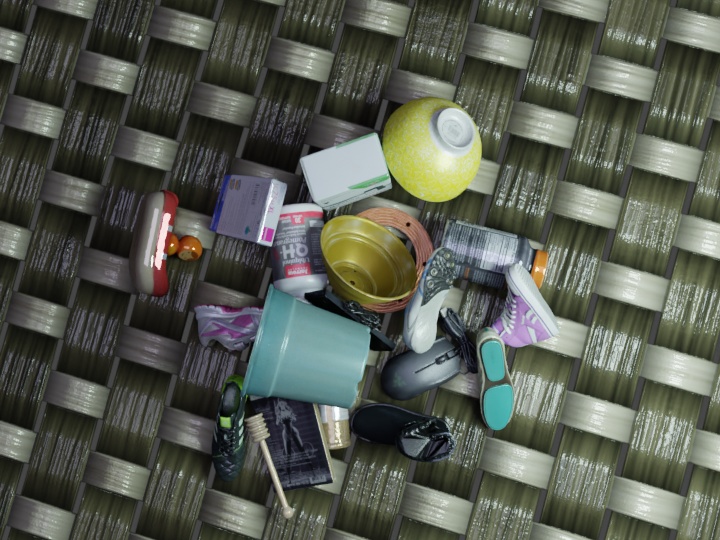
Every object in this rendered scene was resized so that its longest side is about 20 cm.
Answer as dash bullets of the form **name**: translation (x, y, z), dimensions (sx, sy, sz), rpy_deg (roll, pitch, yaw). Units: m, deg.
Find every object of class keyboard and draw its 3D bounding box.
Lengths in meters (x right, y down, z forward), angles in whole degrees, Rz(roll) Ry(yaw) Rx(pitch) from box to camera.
- **keyboard**: translation (-0.005, 0.084, 1.567), dimensions (0.199, 0.103, 0.040), rpy_deg (39, 64, -32)

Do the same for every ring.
- **ring**: translation (0.044, -0.020, 1.648), dimensions (0.197, 0.019, 0.204), rpy_deg (0, 85, 5)

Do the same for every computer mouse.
- **computer mouse**: translation (0.125, 0.172, 1.611), dimensions (0.198, 0.053, 0.140), rpy_deg (-31, 85, 2)

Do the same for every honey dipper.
- **honey dipper**: translation (-0.170, 0.370, 1.611), dimensions (0.037, 0.038, 0.203), rpy_deg (-20, 85, 3)

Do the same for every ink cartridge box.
- **ink cartridge box**: translation (-0.021, -0.177, 1.574), dimensions (0.145, 0.200, 0.084), rpy_deg (-19, 88, 4)
- **ink cartridge box**: translation (-0.215, -0.117, 1.621), dimensions (0.042, 0.199, 0.121), rpy_deg (16, 88, -38)

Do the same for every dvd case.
- **dvd case**: translation (-0.130, 0.309, 1.610), dimensions (0.147, 0.016, 0.203), rpy_deg (-18, 85, 33)

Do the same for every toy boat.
- **toy boat**: translation (-0.368, -0.048, 1.648), dimensions (0.129, 0.130, 0.203), rpy_deg (12, 87, -24)

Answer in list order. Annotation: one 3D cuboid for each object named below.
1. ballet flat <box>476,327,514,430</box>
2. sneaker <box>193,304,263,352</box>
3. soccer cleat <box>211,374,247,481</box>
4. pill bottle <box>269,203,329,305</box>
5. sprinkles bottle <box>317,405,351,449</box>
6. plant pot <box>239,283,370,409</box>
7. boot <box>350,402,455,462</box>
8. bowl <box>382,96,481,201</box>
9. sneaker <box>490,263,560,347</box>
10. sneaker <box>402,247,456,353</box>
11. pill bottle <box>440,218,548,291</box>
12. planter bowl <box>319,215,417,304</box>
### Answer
- **ballet flat**: translation (0.249, 0.198, 1.590), dimensions (0.066, 0.063, 0.203), rpy_deg (-7, 113, -1)
- **sneaker**: translation (-0.222, 0.112, 1.637), dimensions (0.197, 0.081, 0.090), rpy_deg (2, 88, 13)
- **soccer cleat**: translation (-0.251, 0.300, 1.621), dimensions (0.066, 0.081, 0.203), rpy_deg (5, 87, 5)
- **pill bottle**: translation (-0.114, -0.019, 1.615), dimensions (0.109, 0.111, 0.203), rpy_deg (-8, 86, 4)
- **sprinkles bottle**: translation (-0.058, 0.232, 1.616), dimensions (0.067, 0.068, 0.203), rpy_deg (-5, 86, 4)
- **plant pot**: translation (-0.093, 0.145, 1.501), dimensions (0.193, 0.200, 0.203), rpy_deg (15, 88, -6)
- **boot**: translation (0.073, 0.291, 1.551), dimensions (0.197, 0.168, 0.078), rpy_deg (8, 87, 6)
- **bowl**: translation (0.150, -0.237, 1.565), dimensions (0.197, 0.107, 0.203), rpy_deg (7, 72, -24)
- **sneaker**: translation (0.278, 0.076, 1.547), dimensions (0.113, 0.201, 0.073), rpy_deg (-23, 42, 17)
- **sneaker**: translation (0.118, 0.049, 1.556), dimensions (0.071, 0.072, 0.203), rpy_deg (5, 109, -34)
- **pill bottle**: translation (0.245, -0.023, 1.587), dimensions (0.197, 0.106, 0.108), rpy_deg (15, 88, 5)
- **planter bowl**: translation (0.000, 0.000, 1.578), dimensions (0.200, 0.200, 0.084), rpy_deg (38, 129, 6)
